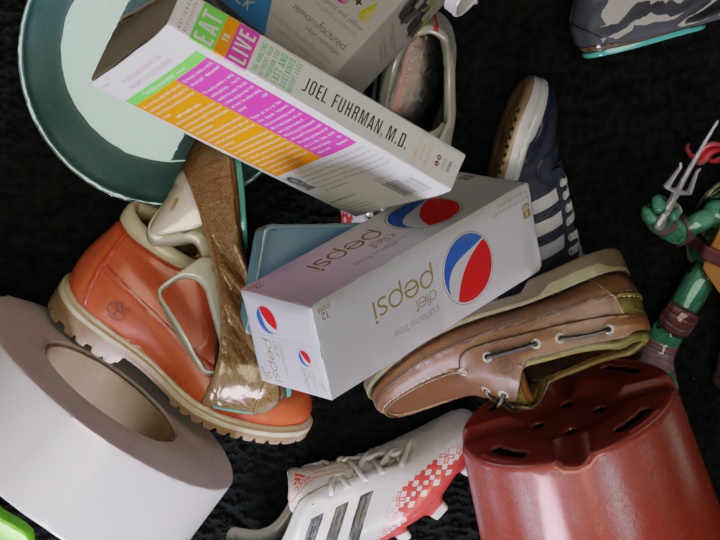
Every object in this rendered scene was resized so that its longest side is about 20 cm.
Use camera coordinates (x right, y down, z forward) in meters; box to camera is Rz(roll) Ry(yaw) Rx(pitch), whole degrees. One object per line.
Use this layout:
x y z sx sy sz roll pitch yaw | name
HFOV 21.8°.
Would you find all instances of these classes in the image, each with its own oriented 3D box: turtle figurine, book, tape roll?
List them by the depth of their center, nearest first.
-0.051 -0.096 1.135 0.199 0.133 0.048 29 74 -21 | book
-0.182 0.104 1.218 0.202 0.203 0.071 36 99 -11 | tape roll
0.259 -0.007 1.281 0.148 0.101 0.202 17 117 7 | turtle figurine

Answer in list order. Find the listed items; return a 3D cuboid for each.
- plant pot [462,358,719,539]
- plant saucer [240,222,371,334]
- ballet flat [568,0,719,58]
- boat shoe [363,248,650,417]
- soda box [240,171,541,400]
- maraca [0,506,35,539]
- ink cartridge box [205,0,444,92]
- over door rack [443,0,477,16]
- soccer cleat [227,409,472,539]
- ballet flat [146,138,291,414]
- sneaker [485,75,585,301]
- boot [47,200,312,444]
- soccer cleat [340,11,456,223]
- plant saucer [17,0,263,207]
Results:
0.163 0.178 1.253 0.199 0.201 0.197 -17 109 -1 | plant pot
0.000 0.000 1.210 0.199 0.019 0.071 -3 109 -45 | plant saucer
0.237 -0.191 1.255 0.198 0.073 0.074 -9 103 0 | ballet flat
0.094 0.058 1.226 0.199 0.072 0.069 -29 70 20 | boat shoe
0.023 0.005 1.166 0.199 0.068 0.064 -30 118 -37 | soda box
-0.305 0.145 1.265 0.136 0.107 0.201 -22 111 19 | maraca
0.004 -0.209 1.185 0.115 0.068 0.200 39 79 14 | ink cartridge box
0.072 -0.270 1.132 0.148 0.067 0.200 42 75 15 | over door rack
-0.005 0.157 1.305 0.200 0.069 0.085 -41 107 10 | soccer cleat
-0.098 -0.003 1.202 0.072 0.068 0.202 -11 80 -10 | ballet flat
0.134 -0.028 1.279 0.107 0.070 0.202 11 108 -2 | sneaker
-0.102 0.037 1.263 0.199 0.075 0.108 33 111 -11 | boot
0.028 -0.076 1.253 0.068 0.085 0.202 9 101 -7 | soccer cleat
-0.128 -0.144 1.251 0.198 0.036 0.202 -1 103 -5 | plant saucer
